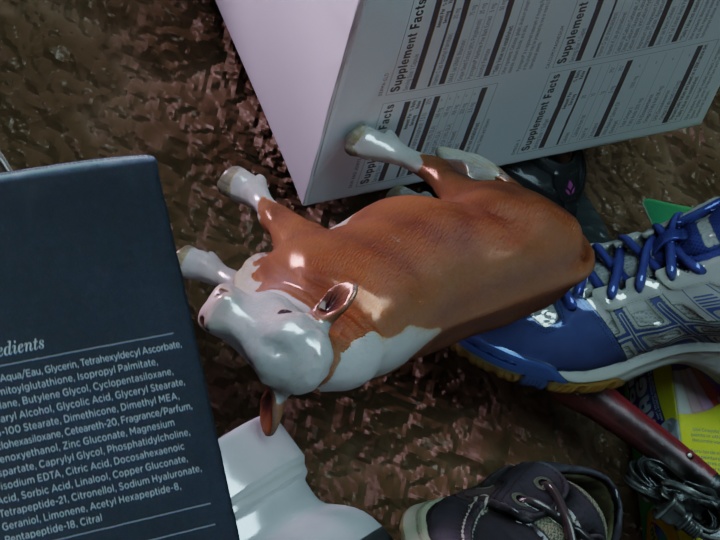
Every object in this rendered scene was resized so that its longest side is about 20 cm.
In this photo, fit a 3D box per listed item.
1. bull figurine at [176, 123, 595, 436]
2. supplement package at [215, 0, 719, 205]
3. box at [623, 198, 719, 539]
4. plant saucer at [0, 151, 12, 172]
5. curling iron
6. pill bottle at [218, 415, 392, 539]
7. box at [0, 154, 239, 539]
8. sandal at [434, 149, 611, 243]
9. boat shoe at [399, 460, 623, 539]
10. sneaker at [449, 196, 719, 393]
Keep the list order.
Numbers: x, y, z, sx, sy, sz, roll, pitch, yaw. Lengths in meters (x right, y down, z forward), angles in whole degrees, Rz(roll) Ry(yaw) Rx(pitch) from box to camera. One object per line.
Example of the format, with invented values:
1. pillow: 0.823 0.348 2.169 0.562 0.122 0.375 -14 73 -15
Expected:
1. bull figurine: 0.000 0.000 1.088 0.200 0.065 0.121 -13 39 -39
2. supplement package: 0.053 -0.147 1.190 0.200 0.151 0.152 -12 60 -20
3. box: 0.180 0.066 1.256 0.117 0.048 0.200 9 63 -25
4. plant saucer: -0.220 -0.001 1.067 0.200 0.032 0.200 13 62 -26
5. curling iron: 0.089 0.047 1.195 0.200 0.026 0.050 43 19 18
6. pill bottle: -0.016 0.162 1.046 0.116 0.116 0.200 -30 82 -37
7. box: -0.134 0.074 0.972 0.107 0.148 0.200 -11 87 -39
8. sandal: 0.060 -0.073 1.258 0.075 0.048 0.201 -20 76 -36
9. boat shoe: 0.067 0.109 1.089 0.072 0.065 0.200 59 11 6
10. sneaker: 0.129 0.001 1.178 0.200 0.088 0.075 1 45 -18
